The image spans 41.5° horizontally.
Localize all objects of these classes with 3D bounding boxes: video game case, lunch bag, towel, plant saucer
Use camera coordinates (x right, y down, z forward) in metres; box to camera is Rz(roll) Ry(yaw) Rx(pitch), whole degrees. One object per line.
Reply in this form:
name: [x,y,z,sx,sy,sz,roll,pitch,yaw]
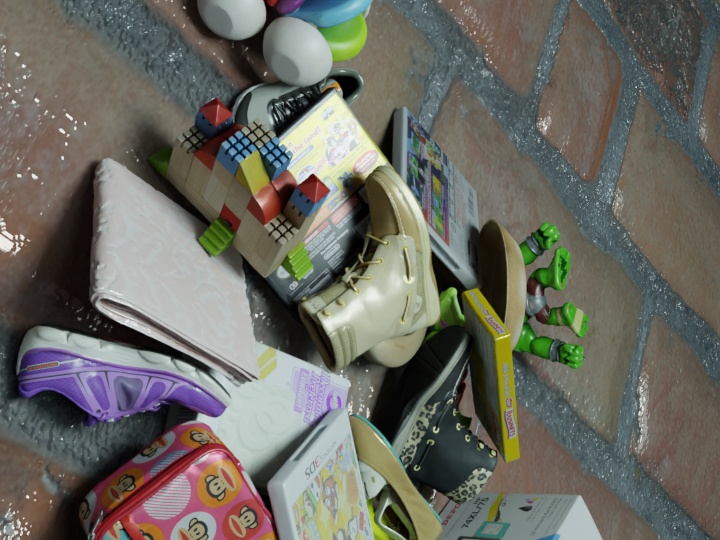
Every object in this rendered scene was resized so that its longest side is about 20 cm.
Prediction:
video game case: [-0.032,0.271,0.984,0.182,0.023,0.202,-39,120,-66]
video game case: [-0.050,-0.073,1.072,0.200,0.025,0.181,-43,111,-13]
video game case: [0.101,-0.095,1.255,0.182,0.023,0.201,45,32,-32]
lunch bag: [-0.170,0.261,0.889,0.176,0.082,0.201,-35,121,-18]
towel: [-0.182,0.003,0.918,0.191,0.032,0.201,37,23,-36]
plant saucer: [0.182,0.034,1.254,0.035,0.200,0.202,3,78,-7]

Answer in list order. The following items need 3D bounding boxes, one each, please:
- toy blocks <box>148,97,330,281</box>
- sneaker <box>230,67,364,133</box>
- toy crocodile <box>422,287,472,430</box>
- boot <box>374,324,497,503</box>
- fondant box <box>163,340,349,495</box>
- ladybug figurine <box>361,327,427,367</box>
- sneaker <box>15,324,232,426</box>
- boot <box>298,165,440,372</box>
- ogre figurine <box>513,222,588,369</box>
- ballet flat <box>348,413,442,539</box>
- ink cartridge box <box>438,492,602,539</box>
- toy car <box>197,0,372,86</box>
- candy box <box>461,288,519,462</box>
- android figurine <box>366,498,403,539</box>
toy blocks: [-0.114,-0.089,0.936,0.200,0.137,0.100,45,57,5]
sneaker: [-0.073,-0.195,1.101,0.200,0.079,0.075,-37,111,-42]
toy crocodile: [0.115,0.120,1.221,0.068,0.061,0.202,-48,141,-64]
boot: [0.114,0.182,1.175,0.153,0.073,0.205,31,93,-26]
fondant box: [-0.108,0.159,1.017,0.199,0.058,0.146,28,64,-41]
ladybug figurine: [0.027,0.020,1.171,0.135,0.072,0.202,22,68,-41]
sneaker: [-0.220,0.109,0.886,0.198,0.081,0.084,16,85,-17]
boot: [0.000,0.000,1.049,0.154,0.073,0.202,-25,118,-22]
ogre figurine: [0.251,0.040,1.368,0.098,0.119,0.201,-42,115,-46]
ballet flat: [0.030,0.254,1.091,0.063,0.068,0.201,-48,114,-31]
ink cartridge box: [0.189,0.381,1.185,0.147,0.199,0.147,-42,111,-42]
toy car: [-0.069,-0.322,1.052,0.199,0.150,0.176,35,55,-6]
candy box: [0.161,0.131,1.170,0.026,0.102,0.201,-18,125,-11]
android figurine: [-0.012,0.351,1.097,0.181,0.041,0.202,2,80,-46]
